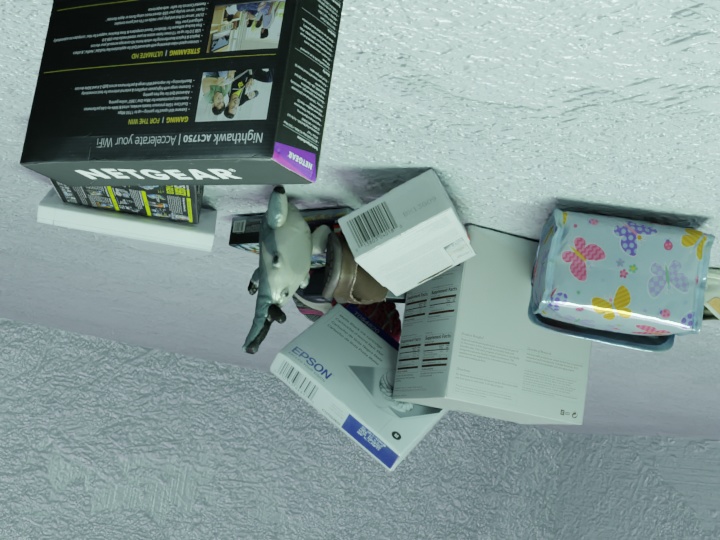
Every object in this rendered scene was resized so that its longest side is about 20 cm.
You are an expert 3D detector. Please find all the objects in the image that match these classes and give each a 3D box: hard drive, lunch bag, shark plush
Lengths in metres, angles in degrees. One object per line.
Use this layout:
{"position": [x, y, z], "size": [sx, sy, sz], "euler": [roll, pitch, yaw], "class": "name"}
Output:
{"position": [-0.270, -0.064, 1.405], "size": [0.198, 0.027, 0.132], "euler": [9, -167, -8], "class": "hard drive"}
{"position": [0.269, 0.014, 1.265], "size": [0.168, 0.128, 0.200], "euler": [10, 176, 3], "class": "lunch bag"}
{"position": [-0.091, 0.006, 1.316], "size": [0.083, 0.202, 0.090], "euler": [-22, 146, 40], "class": "shark plush"}
{"position": [0.039, 0.022, 1.540], "size": [0.198, 0.043, 0.135], "euler": [4, 176, -27], "class": "hard drive"}

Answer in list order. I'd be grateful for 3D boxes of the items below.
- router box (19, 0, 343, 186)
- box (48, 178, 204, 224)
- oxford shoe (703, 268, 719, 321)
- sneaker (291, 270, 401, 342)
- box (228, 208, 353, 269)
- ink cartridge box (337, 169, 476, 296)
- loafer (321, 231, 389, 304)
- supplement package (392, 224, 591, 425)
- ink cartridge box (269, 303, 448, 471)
{"position": [-0.111, -0.130, 0.731], "size": [0.198, 0.151, 0.051], "euler": [2, 167, 31], "class": "router box"}
{"position": [-0.247, -0.102, 1.264], "size": [0.159, 0.045, 0.200], "euler": [9, 170, -5], "class": "box"}
{"position": [0.359, 0.041, 1.448], "size": [0.199, 0.058, 0.075], "euler": [-9, 147, 44], "class": "oxford shoe"}
{"position": [-0.018, 0.057, 1.659], "size": [0.199, 0.080, 0.075], "euler": [32, 145, 37], "class": "sneaker"}
{"position": [-0.046, -0.036, 1.463], "size": [0.199, 0.040, 0.136], "euler": [-2, 166, 42], "class": "box"}
{"position": [0.054, -0.034, 1.245], "size": [0.108, 0.051, 0.200], "euler": [-28, 164, 6], "class": "ink cartridge box"}
{"position": [0.000, 0.000, 1.341], "size": [0.070, 0.074, 0.200], "euler": [5, 176, 6], "class": "loafer"}
{"position": [0.162, 0.071, 1.431], "size": [0.190, 0.202, 0.147], "euler": [13, 169, -23], "class": "supplement package"}
{"position": [0.018, 0.129, 1.493], "size": [0.199, 0.041, 0.200], "euler": [38, -142, 11], "class": "ink cartridge box"}
